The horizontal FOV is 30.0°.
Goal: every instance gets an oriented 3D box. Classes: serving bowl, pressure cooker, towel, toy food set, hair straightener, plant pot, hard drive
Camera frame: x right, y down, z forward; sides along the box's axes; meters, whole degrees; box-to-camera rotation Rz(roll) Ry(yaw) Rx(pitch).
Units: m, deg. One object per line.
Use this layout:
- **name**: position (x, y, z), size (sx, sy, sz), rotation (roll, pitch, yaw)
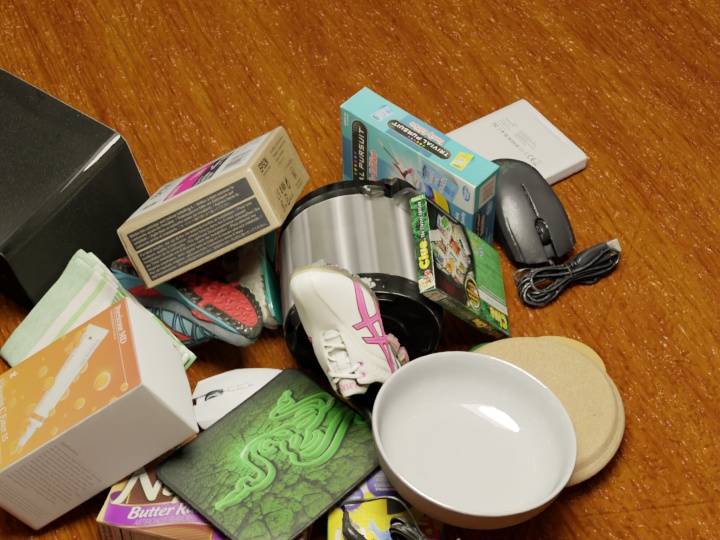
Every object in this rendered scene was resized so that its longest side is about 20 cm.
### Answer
- **serving bowl**: position (0.105, 0.173, 1.299), size (0.199, 0.066, 0.200), rotation (6, 42, -6)
- **pressure cooker**: position (-0.001, -0.002, 1.453), size (0.175, 0.179, 0.200), rotation (-7, 49, -2)
- **towel**: position (-0.283, 0.088, 1.433), size (0.200, 0.023, 0.153), rotation (39, 90, 29)
- **toy food set**: position (0.175, 0.148, 1.405), size (0.197, 0.049, 0.200), rotation (-9, 49, -7)
- **hair straightener**: position (0.064, 0.275, 1.250), size (0.200, 0.041, 0.077), rotation (40, 80, 11)
- **plant pot**: position (-0.370, -0.072, 1.519), size (0.200, 0.200, 0.178), rotation (30, 65, 24)
- **hard drive**: position (0.162, -0.133, 1.671), size (0.200, 0.027, 0.132), rotation (-26, 54, -22)

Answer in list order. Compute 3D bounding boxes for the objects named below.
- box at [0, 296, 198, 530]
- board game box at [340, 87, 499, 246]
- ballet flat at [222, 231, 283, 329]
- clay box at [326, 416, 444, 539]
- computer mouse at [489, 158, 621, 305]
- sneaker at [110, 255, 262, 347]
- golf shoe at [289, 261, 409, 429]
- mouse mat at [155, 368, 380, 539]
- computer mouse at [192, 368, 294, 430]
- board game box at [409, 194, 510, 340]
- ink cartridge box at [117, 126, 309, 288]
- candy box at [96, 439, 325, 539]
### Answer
- **box**: position (-0.274, 0.141, 1.321), size (0.200, 0.098, 0.125), rotation (-32, 43, 9)
- **board game box**: position (0.065, -0.101, 1.559), size (0.200, 0.151, 0.047), rotation (33, 57, 27)
- **ballet flat**: position (-0.125, -0.002, 1.537), size (0.071, 0.072, 0.200), rotation (-4, 43, -3)
- **clay box**: position (0.023, 0.216, 1.345), size (0.114, 0.048, 0.200), rotation (-1, 49, -1)
- **computer mouse**: position (0.203, -0.065, 1.571), size (0.138, 0.053, 0.200), rotation (-23, 61, -19)
- **sneaker**: position (-0.188, 0.051, 1.468), size (0.200, 0.096, 0.079), rotation (21, 27, 30)
- **golf shoe**: position (-0.007, 0.075, 1.317), size (0.072, 0.200, 0.092), rotation (-19, 39, 21)
- **mouse mat**: position (-0.081, 0.185, 1.330), size (0.161, 0.008, 0.200), rotation (32, 50, 29)
- **computer mouse**: position (-0.141, 0.133, 1.423), size (0.199, 0.044, 0.110), rotation (-4, 47, -3)
- **board game box**: position (0.108, 0.001, 1.431), size (0.023, 0.200, 0.105), rotation (-18, 65, 23)
- **ink cartridge box**: position (-0.154, -0.072, 1.454), size (0.164, 0.075, 0.200), rotation (-24, 14, 13)
- **candy box**: position (-0.144, 0.235, 1.325), size (0.199, 0.057, 0.117), rotation (13, 49, 10)
